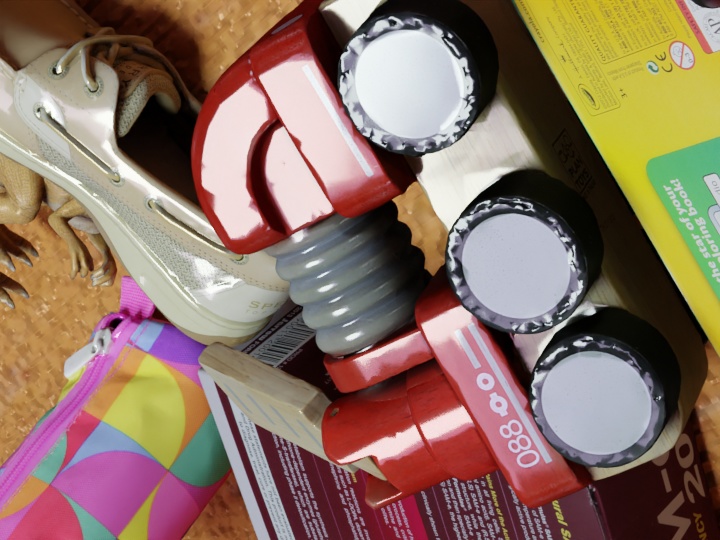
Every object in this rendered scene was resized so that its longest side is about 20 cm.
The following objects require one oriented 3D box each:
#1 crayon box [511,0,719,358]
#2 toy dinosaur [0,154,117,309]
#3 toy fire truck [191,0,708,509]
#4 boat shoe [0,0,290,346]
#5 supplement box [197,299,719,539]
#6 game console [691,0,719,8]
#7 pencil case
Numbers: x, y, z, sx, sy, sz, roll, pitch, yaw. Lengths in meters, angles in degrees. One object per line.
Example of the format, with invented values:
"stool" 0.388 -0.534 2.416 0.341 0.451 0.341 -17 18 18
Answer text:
"crayon box" 0.143 -0.024 0.816 0.119 0.058 0.201 -17 108 55
"toy dinosaur" -0.142 -0.050 1.149 0.200 0.060 0.107 35 117 18
"toy fire truck" 0.000 0.000 0.926 0.199 0.129 0.177 -26 102 26
"boat shoe" -0.094 -0.062 1.058 0.200 0.072 0.065 48 136 4
"supplement box" 0.038 0.082 1.037 0.199 0.061 0.109 12 130 45
"game console" 0.079 -0.193 0.633 0.173 0.118 0.201 -126 21 -53
"pencil case" -0.123 0.105 1.130 0.088 0.201 0.088 28 159 12
